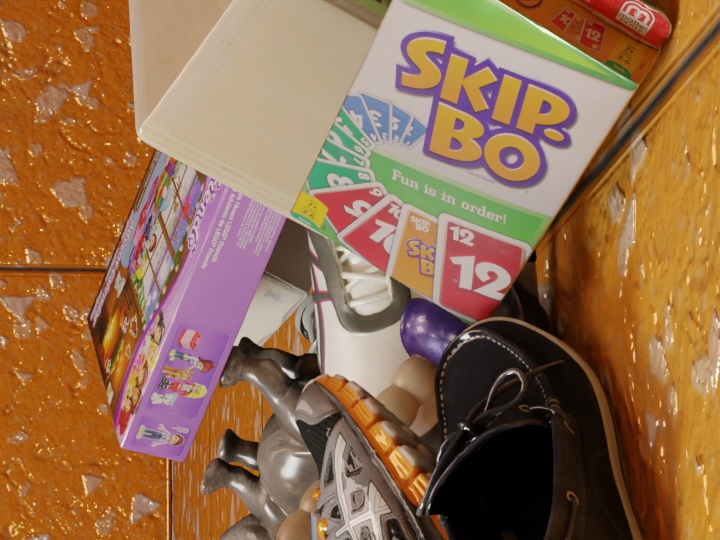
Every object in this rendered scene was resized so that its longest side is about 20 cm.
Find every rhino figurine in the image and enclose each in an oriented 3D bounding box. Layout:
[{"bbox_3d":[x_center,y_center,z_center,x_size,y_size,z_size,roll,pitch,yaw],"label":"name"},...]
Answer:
[{"bbox_3d":[-0.039,0.113,1.383,0.201,0.087,0.060,102,-173,-46],"label":"rhino figurine"}]

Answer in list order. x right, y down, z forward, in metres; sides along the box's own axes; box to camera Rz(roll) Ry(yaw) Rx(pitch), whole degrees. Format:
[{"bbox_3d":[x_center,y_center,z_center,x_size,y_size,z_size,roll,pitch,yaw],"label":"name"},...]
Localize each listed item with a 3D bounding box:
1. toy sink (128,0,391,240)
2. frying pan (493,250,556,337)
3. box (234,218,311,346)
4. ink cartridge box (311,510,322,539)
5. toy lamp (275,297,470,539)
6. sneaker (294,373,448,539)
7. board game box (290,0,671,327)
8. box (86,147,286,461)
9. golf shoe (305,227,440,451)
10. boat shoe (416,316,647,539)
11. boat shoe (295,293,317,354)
[{"bbox_3d":[0.006,-0.092,1.183,0.112,0.199,0.131,-50,26,26],"label":"toy sink"},{"bbox_3d":[0.062,0.025,1.121,0.115,0.031,0.191,116,155,-64],"label":"frying pan"},{"bbox_3d":[-0.053,-0.058,1.484,0.082,0.068,0.201,-46,22,47],"label":"box"},{"bbox_3d":[0.025,0.202,1.162,0.201,0.067,0.117,77,-172,-56],"label":"ink cartridge box"},{"bbox_3d":[-0.015,0.104,1.197,0.201,0.058,0.058,-54,-2,-18],"label":"toy lamp"},{"bbox_3d":[0.016,0.119,1.052,0.078,0.077,0.200,38,-168,-45],"label":"sneaker"},{"bbox_3d":[0.042,-0.057,0.991,0.030,0.095,0.200,-57,-3,-38],"label":"board game box"},{"bbox_3d":[-0.084,-0.022,1.335,0.201,0.039,0.137,-67,23,21],"label":"box"},{"bbox_3d":[0.000,0.000,1.286,0.088,0.077,0.201,52,-157,-59],"label":"golf shoe"},{"bbox_3d":[0.059,0.076,0.976,0.075,0.062,0.200,-50,28,20],"label":"boat shoe"},{"bbox_3d":[-0.001,0.036,1.428,0.201,0.069,0.071,-99,13,-50],"label":"boat shoe"}]
